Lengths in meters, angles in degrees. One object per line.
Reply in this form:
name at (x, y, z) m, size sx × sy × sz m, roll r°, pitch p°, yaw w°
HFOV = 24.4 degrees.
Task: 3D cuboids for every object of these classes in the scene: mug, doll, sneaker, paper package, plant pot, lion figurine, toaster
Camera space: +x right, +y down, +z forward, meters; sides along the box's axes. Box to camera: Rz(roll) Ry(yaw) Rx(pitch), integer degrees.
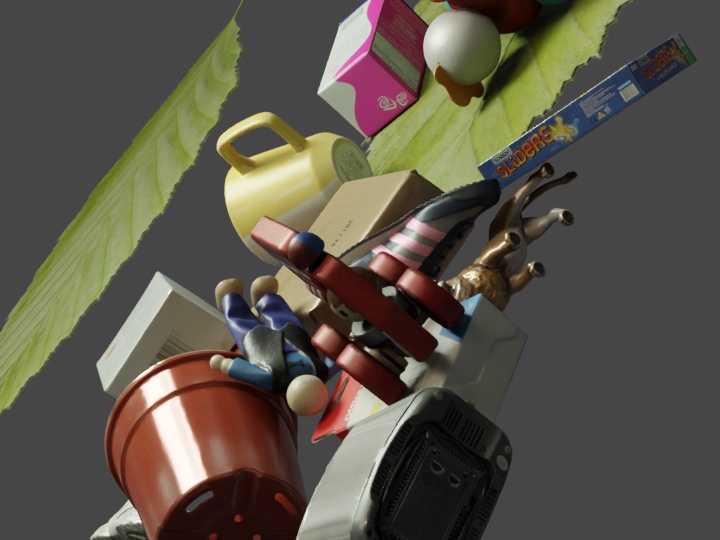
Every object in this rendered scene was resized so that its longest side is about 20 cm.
mug at (-0.078, -0.104, 2.094) m, size 0.153 × 0.186 × 0.150 m, roll -25°, pitch 64°, yaw 32°
doll at (-0.085, 0.080, 1.647) m, size 0.200 × 0.136 × 0.049 m, roll 53°, pitch 140°, yaw 48°
sneaker at (0.066, -0.017, 1.654) m, size 0.200 × 0.082 × 0.070 m, roll -32°, pitch -14°, yaw 24°
paper package at (0.000, 0.000, 1.815) m, size 0.200 × 0.103 × 0.191 m, roll -56°, pitch 19°, yaw -16°
plant pot at (-0.138, 0.211, 1.615) m, size 0.201 × 0.201 × 0.195 m, roll -46°, pitch 28°, yaw 9°
lion figurine at (0.139, -0.017, 1.620) m, size 0.122 × 0.072 × 0.200 m, roll -40°, pitch 6°, yaw 46°
sneaker at (-0.228, 0.272, 1.849) m, size 0.200 × 0.078 × 0.099 m, roll -18°, pitch 33°, yaw 55°
toaster at (0.030, 0.197, 1.371) m, size 0.129 × 0.114 × 0.200 m, roll -26°, pitch 32°, yaw 57°

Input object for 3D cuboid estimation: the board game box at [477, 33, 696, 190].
board game box at (0.223, -0.154, 1.643) m, size 0.200 × 0.034 × 0.135 m, roll -34°, pitch -1°, yaw 37°

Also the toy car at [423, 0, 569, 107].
toy car at (0.142, -0.293, 2.042) m, size 0.184 × 0.177 × 0.200 m, roll 1°, pitch 80°, yaw 49°

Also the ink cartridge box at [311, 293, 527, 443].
ink cartridge box at (0.052, 0.111, 1.545) m, size 0.200 × 0.067 × 0.116 m, roll -27°, pitch 29°, yaw 47°

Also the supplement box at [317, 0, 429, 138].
supplement box at (0.023, -0.292, 2.316) m, size 0.101 × 0.103 × 0.200 m, roll -36°, pitch 22°, yaw 31°

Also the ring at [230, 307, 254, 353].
ring at (-0.093, 0.062, 1.988) m, size 0.200 × 0.019 × 0.201 m, roll -42°, pitch 21°, yaw 20°

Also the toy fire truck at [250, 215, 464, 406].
toy fire truck at (-0.013, 0.021, 1.490) m, size 0.112 × 0.168 × 0.200 m, roll -52°, pitch 20°, yaw -3°

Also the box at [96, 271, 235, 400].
box at (-0.246, 0.100, 2.105) m, size 0.152 × 0.106 × 0.200 m, roll -57°, pitch 13°, yaw -1°
